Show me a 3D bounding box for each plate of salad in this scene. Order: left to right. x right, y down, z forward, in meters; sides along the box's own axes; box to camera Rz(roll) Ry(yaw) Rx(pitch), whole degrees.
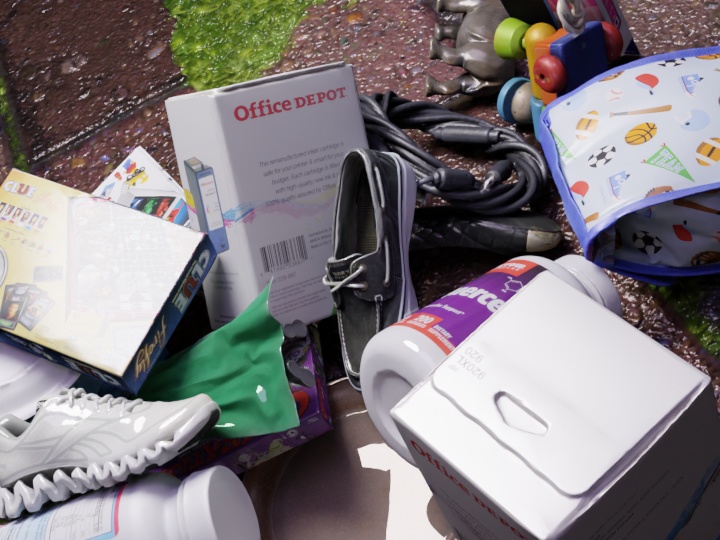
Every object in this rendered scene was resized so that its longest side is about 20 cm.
[{"bbox_3d":[-0.300,0.047,1.059,0.198,0.048,0.201,-6,58,10],"label":"plate of salad"}]

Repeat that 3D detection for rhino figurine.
[{"bbox_3d":[0.118,-0.248,1.271,0.087,0.060,0.201,7,51,5],"label":"rhino figurine"}]

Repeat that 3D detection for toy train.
[{"bbox_3d":[0.162,-0.199,1.114,0.084,0.201,0.115,-32,37,-23],"label":"toy train"}]

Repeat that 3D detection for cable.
[{"bbox_3d":[0.077,-0.115,1.134,0.162,0.051,0.200,-1,30,-19],"label":"cable"}]

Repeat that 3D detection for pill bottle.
[{"bbox_3d":[-0.180,0.216,0.952,0.199,0.109,0.109,-21,45,15],"label":"pill bottle"},{"bbox_3d":[0.103,0.061,0.946,0.199,0.113,0.112,-27,40,-33],"label":"pill bottle"}]

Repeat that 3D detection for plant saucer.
[{"bbox_3d":[0.003,0.169,0.979,0.199,0.032,0.201,-13,47,14],"label":"plant saucer"}]

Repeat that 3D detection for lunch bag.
[{"bbox_3d":[0.254,-0.083,1.016,0.198,0.124,0.171,-9,45,-2],"label":"lunch bag"}]

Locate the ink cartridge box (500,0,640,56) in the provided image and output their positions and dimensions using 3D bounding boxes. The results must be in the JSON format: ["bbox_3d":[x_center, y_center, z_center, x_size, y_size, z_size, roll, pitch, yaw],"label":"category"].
[{"bbox_3d":[0.183,-0.237,1.146,0.094,0.200,0.037,8,74,30],"label":"ink cartridge box"}]

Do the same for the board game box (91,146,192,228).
[{"bbox_3d":[-0.228,-0.003,1.108,0.200,0.035,0.126,-46,49,-2],"label":"board game box"}]

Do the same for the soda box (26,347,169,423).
[{"bbox_3d":[-0.267,0.114,1.123,0.064,0.068,0.200,28,66,37],"label":"soda box"}]

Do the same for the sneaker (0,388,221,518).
[{"bbox_3d":[-0.200,0.123,0.952,0.199,0.075,0.082,-20,88,17],"label":"sneaker"}]

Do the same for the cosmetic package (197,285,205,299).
[{"bbox_3d":[-0.086,-0.065,1.175,0.087,0.104,0.200,28,65,40],"label":"cosmetic package"}]

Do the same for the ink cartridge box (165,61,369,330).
[{"bbox_3d":[-0.065,-0.061,1.057,0.145,0.202,0.087,-19,14,-35],"label":"ink cartridge box"}]

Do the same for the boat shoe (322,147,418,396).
[{"bbox_3d":[0.000,0.000,1.011,0.072,0.071,0.202,-11,73,41],"label":"boat shoe"}]

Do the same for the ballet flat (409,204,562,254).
[{"bbox_3d":[0.080,-0.028,1.114,0.198,0.057,0.066,1,12,23],"label":"ballet flat"}]

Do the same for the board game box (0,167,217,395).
[{"bbox_3d":[-0.231,0.005,1.018,0.199,0.035,0.136,19,66,23],"label":"board game box"}]

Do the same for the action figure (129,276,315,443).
[{"bbox_3d":[-0.124,0.098,1.000,0.199,0.055,0.119,-25,60,31],"label":"action figure"}]

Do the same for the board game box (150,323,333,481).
[{"bbox_3d":[-0.119,0.124,1.048,0.199,0.032,0.120,-27,40,11],"label":"board game box"}]

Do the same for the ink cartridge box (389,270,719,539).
[{"bbox_3d":[0.141,0.136,0.826,0.145,0.201,0.147,-42,47,-14],"label":"ink cartridge box"}]
